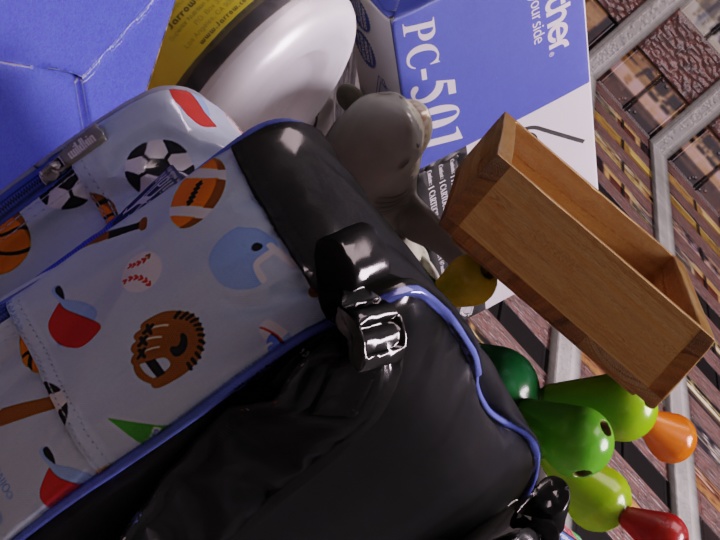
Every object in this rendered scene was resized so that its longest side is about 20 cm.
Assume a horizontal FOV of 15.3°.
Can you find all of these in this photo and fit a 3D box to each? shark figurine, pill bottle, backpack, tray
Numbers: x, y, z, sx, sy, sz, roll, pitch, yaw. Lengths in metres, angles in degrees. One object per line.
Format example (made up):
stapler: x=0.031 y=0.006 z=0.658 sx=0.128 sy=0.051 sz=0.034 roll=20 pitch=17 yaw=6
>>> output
shark figurine: x=-0.001 y=0.010 z=1.143 sx=0.128 sy=0.089 sz=0.215 roll=43 pitch=-26 yaw=55
pill bottle: x=-0.107 y=-0.122 z=1.069 sx=0.200 sy=0.112 sz=0.112 roll=40 pitch=11 yaw=14
backpack: x=-0.061 y=0.055 z=0.777 sx=0.154 sy=0.190 sz=0.200 roll=48 pitch=-4 yaw=35
tray: x=0.080 y=-0.008 z=1.011 sx=0.099 sy=0.037 sz=0.200 roll=40 pitch=7 yaw=-2

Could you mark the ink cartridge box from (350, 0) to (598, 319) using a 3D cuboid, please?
ink cartridge box: x=0.052 y=-0.067 z=1.174 sx=0.044 sy=0.094 sz=0.200 roll=50 pitch=-20 yaw=38

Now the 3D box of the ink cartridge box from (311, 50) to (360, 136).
ink cartridge box: x=-0.043 y=-0.052 z=1.212 sx=0.085 sy=0.146 sz=0.200 roll=9 pitch=-6 yaw=30

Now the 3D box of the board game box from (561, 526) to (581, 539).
board game box: x=0.049 y=0.111 z=1.075 sx=0.200 sy=0.019 sz=0.103 roll=36 pitch=19 yaw=-44

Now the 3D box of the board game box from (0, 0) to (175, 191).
board game box: x=-0.180 y=-0.088 z=0.805 sx=0.200 sy=0.097 sz=0.159 roll=19 pitch=4 yaw=18

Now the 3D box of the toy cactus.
toy cactus: x=0.034 y=0.046 z=1.024 sx=0.165 sy=0.102 sz=0.200 roll=35 pitch=4 yaw=43
